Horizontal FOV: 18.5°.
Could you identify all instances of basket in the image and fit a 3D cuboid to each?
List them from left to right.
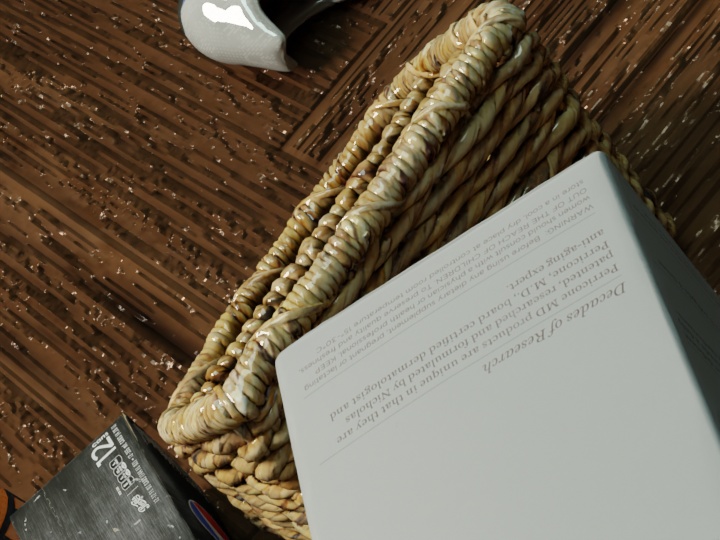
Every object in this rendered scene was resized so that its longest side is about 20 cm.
[{"bbox_3d":[0.000,0.000,0.875,0.142,0.149,0.201,20,70,48],"label":"basket"}]

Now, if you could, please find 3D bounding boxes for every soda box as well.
[{"bbox_3d":[-0.071,0.148,0.880,0.071,0.063,0.200,-42,39,2],"label":"soda box"}]

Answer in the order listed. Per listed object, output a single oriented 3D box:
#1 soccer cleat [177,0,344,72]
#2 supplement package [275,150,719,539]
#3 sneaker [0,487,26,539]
[{"bbox_3d":[-0.015,-0.185,1.140,0.086,0.070,0.201,23,73,32],"label":"soccer cleat"},{"bbox_3d":[0.067,0.091,0.578,0.117,0.117,0.201,-32,38,14],"label":"supplement package"},{"bbox_3d":[-0.230,0.150,0.972,0.200,0.112,0.078,-37,39,7],"label":"sneaker"}]
